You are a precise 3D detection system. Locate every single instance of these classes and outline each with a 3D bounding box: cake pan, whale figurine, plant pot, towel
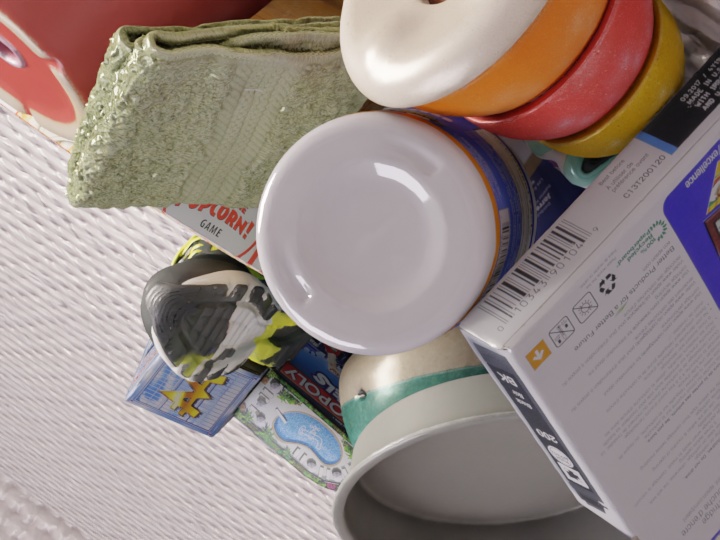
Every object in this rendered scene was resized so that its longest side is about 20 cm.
[{"bbox_3d":[0.082,0.115,1.610,0.199,0.037,0.201,-3,148,-2],"label":"cake pan"},{"bbox_3d":[0.084,0.085,1.748,0.199,0.104,0.159,0,164,-35],"label":"whale figurine"},{"bbox_3d":[-0.141,-0.180,1.563,0.200,0.177,0.201,36,163,13],"label":"plant pot"},{"bbox_3d":[-0.072,-0.078,1.498,0.200,0.148,0.037,128,136,-63],"label":"towel"}]

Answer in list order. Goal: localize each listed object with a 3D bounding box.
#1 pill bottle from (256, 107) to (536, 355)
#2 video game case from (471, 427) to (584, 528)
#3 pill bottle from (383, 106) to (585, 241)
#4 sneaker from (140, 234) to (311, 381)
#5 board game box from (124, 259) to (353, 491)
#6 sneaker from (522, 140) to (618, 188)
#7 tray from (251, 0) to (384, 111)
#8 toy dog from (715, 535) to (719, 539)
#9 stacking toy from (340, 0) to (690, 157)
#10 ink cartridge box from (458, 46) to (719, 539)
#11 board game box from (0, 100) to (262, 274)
[{"bbox_3d":[0.025,-0.023,1.398,0.112,0.112,0.200,38,-169,6],"label":"pill bottle"},{"bbox_3d":[0.165,0.117,1.678,0.199,0.018,0.143,-3,148,-3],"label":"video game case"},{"bbox_3d":[0.092,-0.014,1.596,0.111,0.111,0.200,22,156,48],"label":"pill bottle"},{"bbox_3d":[-0.091,0.016,1.759,0.085,0.075,0.200,42,-169,20],"label":"sneaker"},{"bbox_3d":[-0.060,0.064,1.869,0.200,0.062,0.200,41,-153,3],"label":"board game box"},{"bbox_3d":[0.072,-0.107,1.474,0.200,0.078,0.140,50,166,-1],"label":"sneaker"},{"bbox_3d":[-0.071,-0.130,1.679,0.200,0.099,0.037,28,160,37],"label":"tray"},{"bbox_3d":[0.198,0.079,1.500,0.140,0.193,0.201,-83,-17,-83],"label":"toy dog"},{"bbox_3d":[0.102,-0.098,1.351,0.200,0.147,0.146,35,169,-32],"label":"stacking toy"},{"bbox_3d":[0.161,0.021,1.375,0.043,0.198,0.200,30,162,46],"label":"ink cartridge box"},{"bbox_3d":[-0.128,-0.069,1.698,0.151,0.046,0.200,32,-179,-38],"label":"board game box"}]
